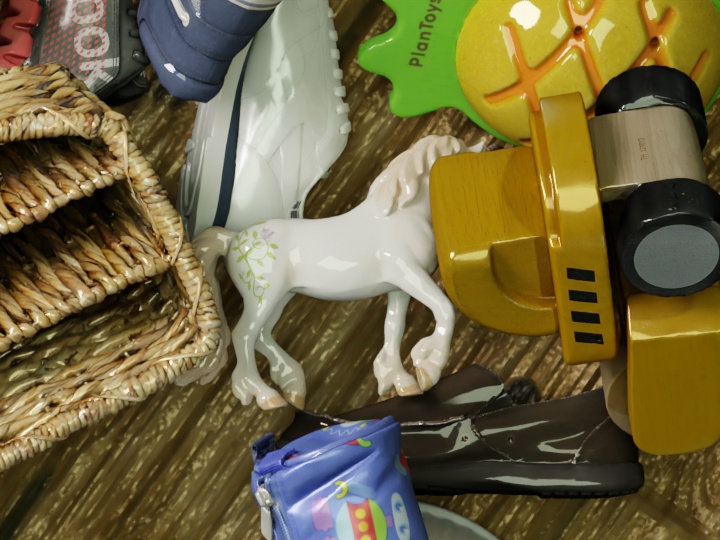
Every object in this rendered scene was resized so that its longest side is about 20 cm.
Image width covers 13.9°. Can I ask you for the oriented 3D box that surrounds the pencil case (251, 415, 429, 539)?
[{"bbox_3d":[0.002,0.173,1.488,0.087,0.078,0.200,-14,87,-30],"label":"pencil case"}]

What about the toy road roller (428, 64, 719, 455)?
[{"bbox_3d":[0.114,-0.002,1.526,0.146,0.123,0.200,-7,133,3],"label":"toy road roller"}]

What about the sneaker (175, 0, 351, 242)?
[{"bbox_3d":[-0.042,-0.104,1.601,0.080,0.076,0.200,12,92,-13],"label":"sneaker"}]

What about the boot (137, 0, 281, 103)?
[{"bbox_3d":[-0.094,-0.181,1.569,0.073,0.200,0.090,17,125,-26],"label":"boot"}]

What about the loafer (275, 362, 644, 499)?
[{"bbox_3d":[0.053,0.085,1.595,0.200,0.073,0.071,3,82,-8],"label":"loafer"}]

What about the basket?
[{"bbox_3d":[-0.191,-0.002,1.484,0.200,0.149,0.143,-26,132,-14],"label":"basket"}]

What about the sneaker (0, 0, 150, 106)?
[{"bbox_3d":[-0.151,-0.140,1.595,0.098,0.071,0.201,21,81,-12],"label":"sneaker"}]

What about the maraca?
[{"bbox_3d":[0.100,-0.120,1.568,0.200,0.107,0.137,7,123,-11],"label":"maraca"}]

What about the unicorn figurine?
[{"bbox_3d":[0.000,0.000,1.554,0.200,0.074,0.138,-4,83,-18],"label":"unicorn figurine"}]

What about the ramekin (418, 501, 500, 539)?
[{"bbox_3d":[0.014,0.223,1.574,0.202,0.094,0.203,0,88,0],"label":"ramekin"}]
